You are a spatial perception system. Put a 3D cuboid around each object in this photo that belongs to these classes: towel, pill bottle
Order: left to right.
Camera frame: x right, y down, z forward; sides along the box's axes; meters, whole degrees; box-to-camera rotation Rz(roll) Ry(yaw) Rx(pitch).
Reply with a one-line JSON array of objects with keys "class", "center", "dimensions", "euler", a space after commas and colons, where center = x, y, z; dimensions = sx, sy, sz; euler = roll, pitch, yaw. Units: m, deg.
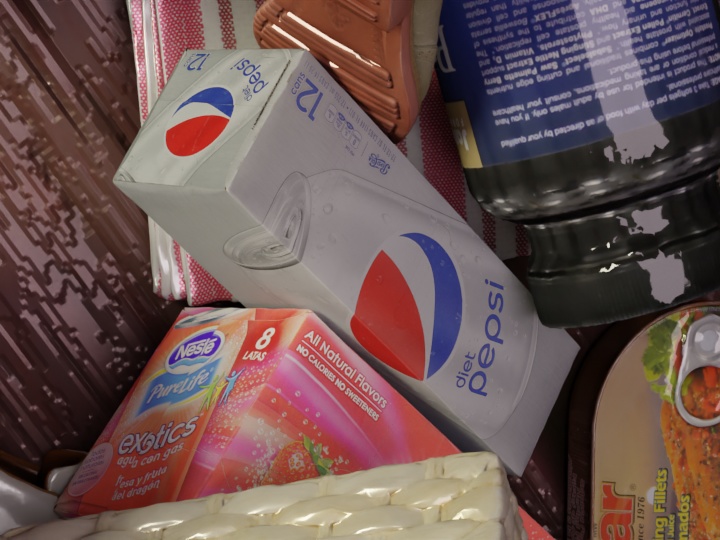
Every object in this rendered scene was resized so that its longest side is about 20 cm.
[{"class": "towel", "center": [0.003, -0.069, 0.861], "dimensions": [0.199, 0.030, 0.147], "euler": [-8, 100, -21]}, {"class": "pill bottle", "center": [0.082, -0.086, 0.786], "dimensions": [0.111, 0.112, 0.201], "euler": [-18, 97, -16]}]

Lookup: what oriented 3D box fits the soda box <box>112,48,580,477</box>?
[{"class": "soda box", "center": [0.000, 0.000, 0.792], "dimensions": [0.200, 0.068, 0.064], "euler": [46, 63, -38]}]

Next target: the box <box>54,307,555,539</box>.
[{"class": "box", "center": [-0.005, 0.112, 0.817], "dimensions": [0.200, 0.094, 0.103], "euler": [45, 65, -27]}]

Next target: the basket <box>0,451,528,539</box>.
[{"class": "basket", "center": [-0.023, 0.187, 0.666], "dimensions": [0.199, 0.199, 0.161], "euler": [-9, 127, 11]}]

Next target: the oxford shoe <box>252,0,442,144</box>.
[{"class": "oxford shoe", "center": [0.009, -0.104, 0.730], "dimensions": [0.071, 0.200, 0.074], "euler": [33, 74, 6]}]

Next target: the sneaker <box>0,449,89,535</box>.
[{"class": "sneaker", "center": [-0.120, 0.125, 0.815], "dimensions": [0.085, 0.073, 0.200], "euler": [-37, 105, -9]}]

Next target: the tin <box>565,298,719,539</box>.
[{"class": "tin", "center": [0.145, 0.111, 0.924], "dimensions": [0.111, 0.042, 0.201], "euler": [-1, 97, -23]}]
